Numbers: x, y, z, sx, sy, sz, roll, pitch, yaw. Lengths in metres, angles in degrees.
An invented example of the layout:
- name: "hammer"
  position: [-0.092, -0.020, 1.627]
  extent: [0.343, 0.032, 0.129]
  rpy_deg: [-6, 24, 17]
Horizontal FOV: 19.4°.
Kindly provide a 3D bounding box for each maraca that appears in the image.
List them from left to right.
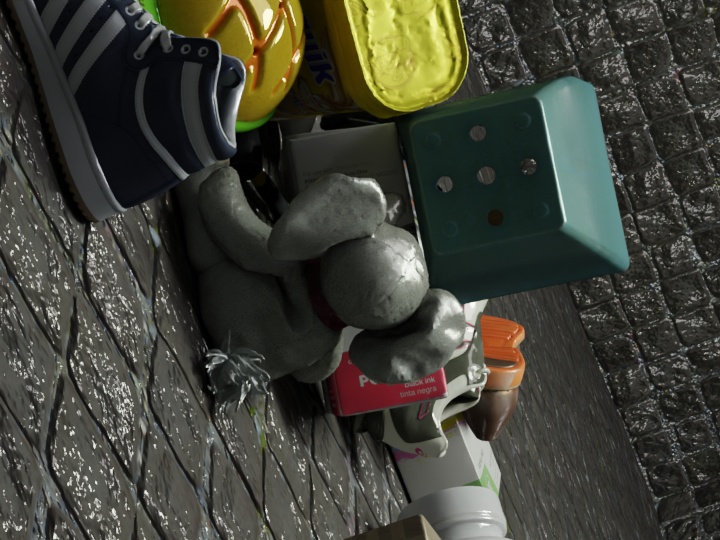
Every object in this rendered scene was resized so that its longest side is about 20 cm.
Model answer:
- name: "maraca"
  position: [-0.104, -0.158, 1.327]
  extent: [0.200, 0.107, 0.138]
  rpy_deg: [8, 67, -61]

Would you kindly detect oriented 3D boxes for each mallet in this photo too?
- name: "mallet"
  position: [-0.080, -0.081, 1.559]
  extent: [0.200, 0.041, 0.066]
  rpy_deg: [48, 27, -75]

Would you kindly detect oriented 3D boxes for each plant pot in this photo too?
- name: "plant pot"
  position: [0.098, -0.057, 1.450]
  extent: [0.200, 0.141, 0.142]
  rpy_deg: [5, 74, -80]

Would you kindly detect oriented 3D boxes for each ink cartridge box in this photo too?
- name: "ink cartridge box"
  position: [0.000, 0.000, 1.524]
  extent: [0.145, 0.083, 0.201]
  rpy_deg: [147, -67, -85]
- name: "ink cartridge box"
  position: [0.056, 0.115, 1.817]
  extent: [0.117, 0.067, 0.201]
  rpy_deg: [-70, 139, -74]

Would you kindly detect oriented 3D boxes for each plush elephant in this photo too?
- name: "plush elephant"
  position: [-0.024, 0.001, 1.341]
  extent: [0.200, 0.154, 0.165]
  rpy_deg: [-95, 162, -57]

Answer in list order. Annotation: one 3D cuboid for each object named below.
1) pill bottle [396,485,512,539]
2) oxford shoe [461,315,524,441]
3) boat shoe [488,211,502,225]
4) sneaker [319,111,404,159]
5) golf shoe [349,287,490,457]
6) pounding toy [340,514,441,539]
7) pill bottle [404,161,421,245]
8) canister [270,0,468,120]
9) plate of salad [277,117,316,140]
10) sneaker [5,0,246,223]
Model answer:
- name: "pill bottle"
  position: [0.088, 0.268, 1.571]
  extent: [0.112, 0.112, 0.201]
  rpy_deg: [53, 20, -59]
- name: "oxford shoe"
  position: [0.101, 0.086, 1.787]
  extent: [0.200, 0.071, 0.073]
  rpy_deg: [-75, 171, -75]
- name: "boat shoe"
  position: [0.086, -0.032, 1.767]
  extent: [0.074, 0.200, 0.067]
  rpy_deg: [18, 57, -21]
- name: "sneaker"
  position: [0.016, -0.135, 1.636]
  extent: [0.200, 0.074, 0.080]
  rpy_deg: [20, 83, -83]
- name: "golf shoe"
  position: [0.071, 0.065, 1.672]
  extent: [0.200, 0.088, 0.077]
  rpy_deg: [-54, 165, -27]
- name: "pounding toy"
  position: [0.058, 0.282, 1.293]
  extent: [0.184, 0.142, 0.201]
  rpy_deg: [57, 17, -53]
- name: "pill bottle"
  position: [0.005, -0.035, 1.712]
  extent: [0.200, 0.106, 0.107]
  rpy_deg: [-82, 151, -69]
- name: "canister"
  position: [-0.022, -0.178, 1.454]
  extent: [0.200, 0.086, 0.149]
  rpy_deg: [1, -72, 61]
- name: "plate of salad"
  position: [-0.032, -0.185, 1.718]
  extent: [0.200, 0.048, 0.201]
  rpy_deg: [-170, -90, -77]
- name: "sneaker"
  position: [-0.131, -0.138, 1.161]
  extent: [0.070, 0.108, 0.201]
  rpy_deg: [10, 61, -79]
